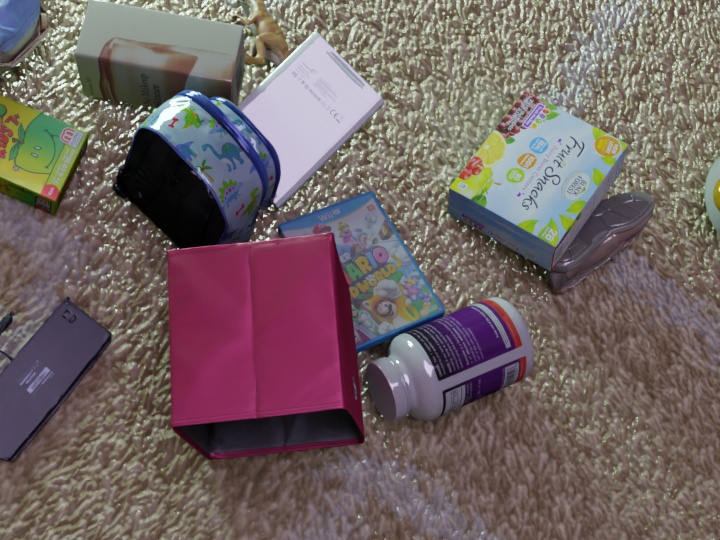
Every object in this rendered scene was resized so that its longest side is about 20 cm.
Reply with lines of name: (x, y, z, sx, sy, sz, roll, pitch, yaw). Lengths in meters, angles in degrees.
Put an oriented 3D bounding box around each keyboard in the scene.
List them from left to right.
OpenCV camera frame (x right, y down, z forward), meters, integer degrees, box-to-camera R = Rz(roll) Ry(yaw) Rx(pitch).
keyboard: (-0.397, 0.114, 1.436, 0.127, 0.021, 0.201, 40, 64, -6)

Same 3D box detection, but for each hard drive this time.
hard drive: (-0.083, -0.196, 1.603, 0.132, 0.027, 0.200, 45, 81, 2)

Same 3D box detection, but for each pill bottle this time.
pill bottle: (0.110, 0.115, 1.532, 0.198, 0.113, 0.113, -20, 77, -22)

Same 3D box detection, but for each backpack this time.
backpack: (-0.188, -0.121, 1.481, 0.183, 0.200, 0.147, 45, 65, 4)

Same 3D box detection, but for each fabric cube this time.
fabric cube: (-0.105, 0.092, 1.405, 0.197, 0.197, 0.202, -6, 70, 4)

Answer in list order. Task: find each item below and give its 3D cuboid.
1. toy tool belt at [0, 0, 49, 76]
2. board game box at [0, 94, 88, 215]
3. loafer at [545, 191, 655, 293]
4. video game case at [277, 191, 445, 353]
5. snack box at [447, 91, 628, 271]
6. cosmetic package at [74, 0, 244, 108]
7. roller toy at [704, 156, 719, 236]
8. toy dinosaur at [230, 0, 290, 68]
toy tool belt: (-0.442, -0.341, 1.527, 0.124, 0.123, 0.202, 25, 66, -6)
board game box: (-0.445, -0.157, 1.502, 0.198, 0.048, 0.103, 23, 67, -7)
loafer: (0.326, -0.040, 1.686, 0.199, 0.063, 0.072, -32, 43, -25)
video game case: (0.000, 0.000, 1.567, 0.142, 0.018, 0.201, -21, 64, -21)
snack box: (0.239, -0.123, 1.653, 0.168, 0.068, 0.200, 31, 65, 19)
cosmetic package: (-0.249, -0.263, 1.549, 0.197, 0.104, 0.088, 10, 67, 1)
roller toy: (0.594, -0.116, 1.740, 0.198, 0.140, 0.184, 25, 66, -6)
toy dinosaur: (-0.119, -0.298, 1.641, 0.106, 0.060, 0.201, -28, 81, -24)
